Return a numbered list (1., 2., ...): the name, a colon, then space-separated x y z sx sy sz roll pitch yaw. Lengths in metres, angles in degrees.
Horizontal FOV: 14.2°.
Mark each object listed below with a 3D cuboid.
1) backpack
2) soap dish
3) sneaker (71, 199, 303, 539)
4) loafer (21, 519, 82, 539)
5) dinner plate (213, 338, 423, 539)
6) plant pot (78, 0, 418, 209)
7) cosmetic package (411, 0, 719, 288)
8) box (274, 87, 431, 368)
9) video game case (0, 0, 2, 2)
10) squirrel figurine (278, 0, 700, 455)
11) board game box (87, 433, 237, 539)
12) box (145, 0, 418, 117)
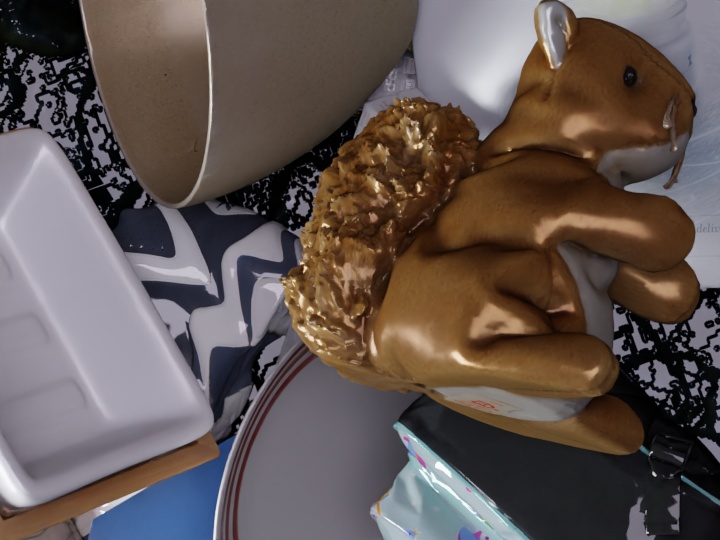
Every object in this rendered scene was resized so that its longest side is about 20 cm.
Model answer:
1. backpack: 0.107 0.123 1.466 0.176 0.200 0.154 38 96 16
2. soap dish: -0.180 0.036 1.432 0.081 0.157 0.201 -39 77 41
3. sneaker: -0.123 0.039 1.529 0.129 0.079 0.200 36 104 14
4. loafer: -0.187 0.133 1.500 0.070 0.070 0.200 -32 72 -36
5. dinner plate: -0.011 0.106 1.488 0.024 0.200 0.201 18 89 37
6. plant pot: -0.049 -0.141 1.436 0.134 0.200 0.202 -11 90 -21
7. cosmetic package: 0.140 -0.100 1.446 0.198 0.123 0.201 -1 101 34
8. box: 0.000 0.000 1.486 0.041 0.039 0.201 41 131 29
9. video game case: -0.226 -0.238 1.532 0.180 0.025 0.201 -27 88 11
10. squirrel figurine: 0.063 -0.031 1.330 0.199 0.142 0.188 9 77 21
11. board game box: -0.067 0.176 1.513 0.200 0.039 0.159 -29 94 -39
12. box: -0.024 -0.186 1.541 0.159 0.049 0.201 6 90 2
